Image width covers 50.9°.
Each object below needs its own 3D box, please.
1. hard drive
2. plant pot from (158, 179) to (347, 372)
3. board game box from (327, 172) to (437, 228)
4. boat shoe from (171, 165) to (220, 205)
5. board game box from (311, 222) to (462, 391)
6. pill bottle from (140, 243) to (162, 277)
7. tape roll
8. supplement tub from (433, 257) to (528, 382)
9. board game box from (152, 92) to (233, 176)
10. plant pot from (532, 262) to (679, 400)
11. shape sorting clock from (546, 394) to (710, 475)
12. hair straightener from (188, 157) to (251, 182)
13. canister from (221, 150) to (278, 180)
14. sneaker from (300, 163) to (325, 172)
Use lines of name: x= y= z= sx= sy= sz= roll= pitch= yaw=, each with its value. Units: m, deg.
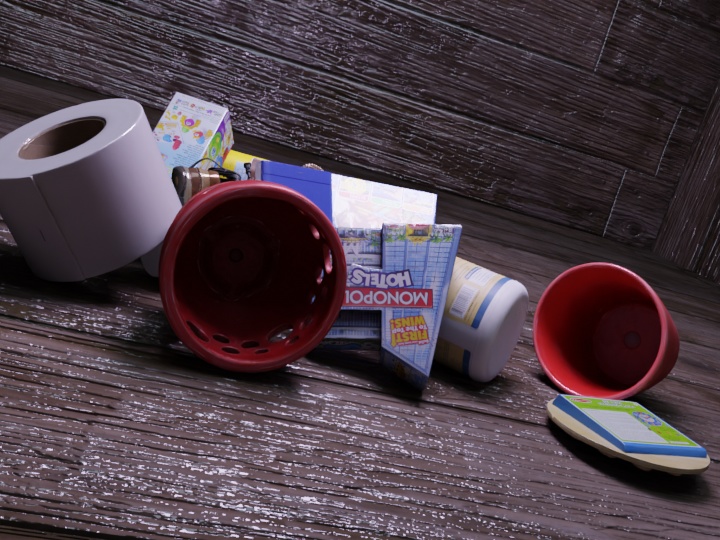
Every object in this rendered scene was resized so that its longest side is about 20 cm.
hard drive: x=-0.091 y=-0.046 z=1.074 sx=0.025 sy=0.203 sz=0.131 roll=-6 pitch=-7 yaw=44
plant pot: x=-0.131 y=-0.003 z=0.863 sx=0.198 sy=0.203 sz=0.182 roll=13 pitch=4 yaw=-18
board game box: x=0.017 y=-0.074 z=1.179 sx=0.197 sy=0.137 sz=0.035 roll=11 pitch=-30 yaw=-4
boat shoe: x=-0.245 y=-0.090 z=1.135 sx=0.073 sy=0.077 sz=0.200 roll=-7 pitch=-18 yaw=-18
board game box: x=0.029 y=0.043 z=0.938 sx=0.197 sy=0.202 sz=0.062 roll=1 pitch=-25 yaw=-1
pill bottle: x=-0.199 y=-0.036 z=1.063 sx=0.199 sy=0.118 sz=0.116 roll=3 pitch=19 yaw=-46
tape roll: x=-0.333 y=-0.101 z=0.914 sx=0.200 sy=0.140 sz=0.204 roll=-10 pitch=34 yaw=7
supplement tub: x=0.117 y=0.052 z=1.050 sx=0.198 sy=0.146 sz=0.144 roll=24 pitch=15 yaw=26
board game box: x=-0.312 y=-0.191 z=1.323 sx=0.104 sy=0.202 sz=0.103 roll=19 pitch=-26 yaw=6
plant pot: x=0.384 y=0.101 z=1.135 sx=0.199 sy=0.202 sz=0.176 roll=28 pitch=8 yaw=39
shape sorting clock: x=0.328 y=0.203 z=0.937 sx=0.197 sy=0.040 sz=0.200 roll=15 pitch=13 yaw=-4
hair straightener: x=-0.191 y=-0.132 z=1.184 sx=0.198 sy=0.078 sz=0.041 roll=14 pitch=-13 yaw=18
canister: x=-0.172 y=-0.135 z=1.438 sx=0.197 sy=0.150 sz=0.087 roll=15 pitch=13 yaw=-1
sneaker: x=-0.032 y=-0.097 z=1.293 sx=0.200 sy=0.070 sz=0.109 roll=49 pitch=0 yaw=38
